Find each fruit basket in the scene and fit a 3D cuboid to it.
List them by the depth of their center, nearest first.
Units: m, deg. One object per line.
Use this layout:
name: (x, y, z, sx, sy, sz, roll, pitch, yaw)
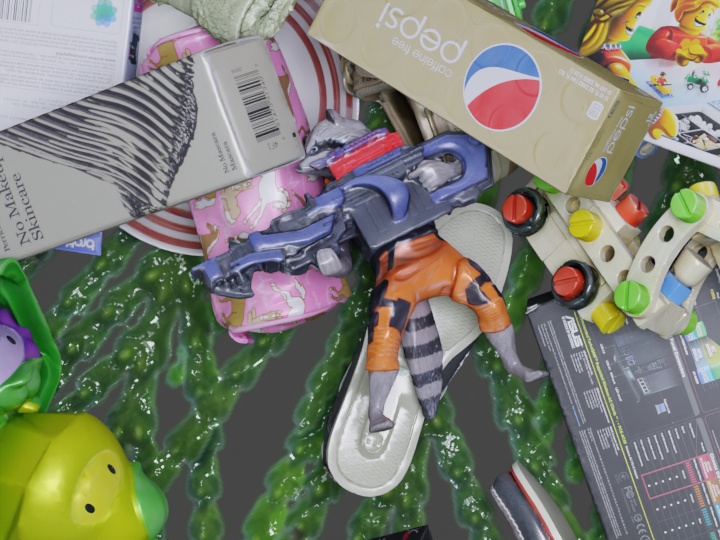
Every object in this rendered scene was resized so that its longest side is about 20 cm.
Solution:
fruit basket: (-0.220, 0.112, 1.288, 0.215, 0.156, 0.216, -5, 55, 7)

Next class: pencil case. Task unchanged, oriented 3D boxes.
pencil case: (-0.071, -0.057, 1.333, 0.086, 0.083, 0.201, -14, 95, 44)

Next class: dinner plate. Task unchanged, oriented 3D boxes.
dinner plate: (-0.098, -0.110, 1.383, 0.200, 0.024, 0.201, 1, 95, 8)

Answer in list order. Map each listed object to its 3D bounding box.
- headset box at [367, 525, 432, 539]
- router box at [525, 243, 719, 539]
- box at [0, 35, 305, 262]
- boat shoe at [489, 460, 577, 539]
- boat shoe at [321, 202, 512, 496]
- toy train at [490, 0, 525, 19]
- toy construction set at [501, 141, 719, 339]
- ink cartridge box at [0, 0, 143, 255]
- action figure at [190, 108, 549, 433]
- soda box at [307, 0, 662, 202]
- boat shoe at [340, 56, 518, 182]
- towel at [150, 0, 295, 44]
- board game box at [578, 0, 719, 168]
headset box: (-0.049, 0.231, 1.342, 0.199, 0.149, 0.077, -17, 92, 7)
router box: (0.206, 0.087, 1.341, 0.150, 0.062, 0.200, -19, 92, 9)
box: (-0.138, -0.070, 1.270, 0.200, 0.068, 0.082, -19, 94, 33)
boat shoe: (0.127, 0.219, 1.361, 0.062, 0.071, 0.200, -26, 95, 11)
boat shoe: (0.032, 0.047, 1.359, 0.072, 0.068, 0.200, 28, 85, -3)
toy train: (0.077, -0.180, 1.338, 0.042, 0.056, 0.201, -17, 92, 8)
toy construction set: (0.164, -0.039, 1.277, 0.092, 0.200, 0.131, 29, 115, -37)
ink cartridge box: (-0.206, -0.116, 1.366, 0.119, 0.042, 0.201, 8, 94, 6)
action figure: (0.000, 0.000, 1.282, 0.200, 0.105, 0.194, -18, 82, -9)
soda box: (0.069, -0.117, 1.232, 0.200, 0.064, 0.068, 34, 105, 27)
boat shoe: (0.021, -0.132, 1.332, 0.065, 0.072, 0.200, -32, 90, -16)
towel: (-0.066, -0.241, 1.287, 0.148, 0.036, 0.200, 31, 91, 31)
board game box: (0.224, -0.117, 1.205, 0.200, 0.035, 0.127, 22, 98, 25)
